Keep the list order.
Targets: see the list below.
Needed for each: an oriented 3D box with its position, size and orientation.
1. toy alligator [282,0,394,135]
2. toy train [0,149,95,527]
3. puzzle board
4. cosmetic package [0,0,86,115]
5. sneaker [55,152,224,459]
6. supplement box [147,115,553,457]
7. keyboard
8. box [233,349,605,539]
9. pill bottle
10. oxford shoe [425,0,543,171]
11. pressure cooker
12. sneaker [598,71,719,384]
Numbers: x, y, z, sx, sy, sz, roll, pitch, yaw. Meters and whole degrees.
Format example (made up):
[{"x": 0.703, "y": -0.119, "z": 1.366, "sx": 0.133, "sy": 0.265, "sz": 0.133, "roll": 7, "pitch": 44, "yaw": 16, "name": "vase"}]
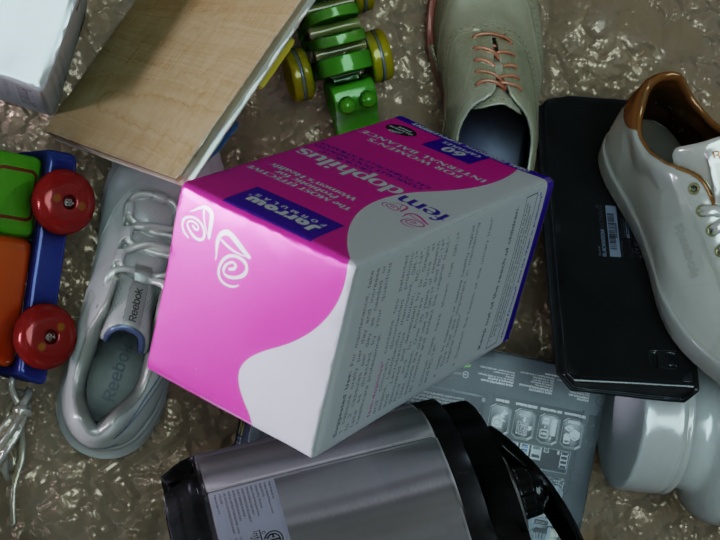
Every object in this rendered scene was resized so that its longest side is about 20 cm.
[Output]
[{"x": -0.009, "y": -0.110, "z": 0.883, "sx": 0.059, "sy": 0.054, "sz": 0.201, "roll": -15, "pitch": 90, "yaw": -9, "name": "toy alligator"}, {"x": -0.215, "y": 0.030, "z": 0.808, "sx": 0.115, "sy": 0.085, "sz": 0.201, "roll": 10, "pitch": 86, "yaw": -35, "name": "toy train"}, {"x": -0.084, "y": -0.117, "z": 0.805, "sx": 0.017, "sy": 0.200, "sz": 0.151, "roll": 38, "pitch": 81, "yaw": -30, "name": "puzzle board"}, {"x": -0.249, "y": -0.148, "z": 0.822, "sx": 0.199, "sy": 0.102, "sz": 0.074, "roll": 18, "pitch": 85, "yaw": -7, "name": "cosmetic package"}, {"x": -0.114, "y": 0.005, "z": 0.844, "sx": 0.074, "sy": 0.087, "sz": 0.201, "roll": 12, "pitch": 85, "yaw": -7, "name": "sneaker"}, {"x": 0.000, "y": 0.000, "z": 0.777, "sx": 0.101, "sy": 0.200, "sz": 0.104, "roll": 25, "pitch": 117, "yaw": 24, "name": "supplement box"}, {"x": 0.164, "y": -0.016, "z": 0.878, "sx": 0.127, "sy": 0.021, "sz": 0.200, "roll": 4, "pitch": 56, "yaw": -4, "name": "keyboard"}, {"x": 0.028, "y": 0.115, "z": 0.881, "sx": 0.199, "sy": 0.051, "sz": 0.158, "roll": 11, "pitch": 86, "yaw": -10, "name": "box"}, {"x": 0.242, "y": 0.093, "z": 0.889, "sx": 0.199, "sy": 0.111, "sz": 0.111, "roll": 7, "pitch": 87, "yaw": -10, "name": "pill bottle"}, {"x": 0.078, "y": -0.109, "z": 0.887, "sx": 0.071, "sy": 0.074, "sz": 0.201, "roll": -1, "pitch": 88, "yaw": -10, "name": "oxford shoe"}, {"x": 0.014, "y": 0.157, "z": 0.762, "sx": 0.199, "sy": 0.179, "sz": 0.176, "roll": -14, "pitch": 87, "yaw": -8, "name": "pressure cooker"}, {"x": 0.189, "y": -0.019, "z": 0.822, "sx": 0.073, "sy": 0.085, "sz": 0.200, "roll": -18, "pitch": 61, "yaw": -20, "name": "sneaker"}]
